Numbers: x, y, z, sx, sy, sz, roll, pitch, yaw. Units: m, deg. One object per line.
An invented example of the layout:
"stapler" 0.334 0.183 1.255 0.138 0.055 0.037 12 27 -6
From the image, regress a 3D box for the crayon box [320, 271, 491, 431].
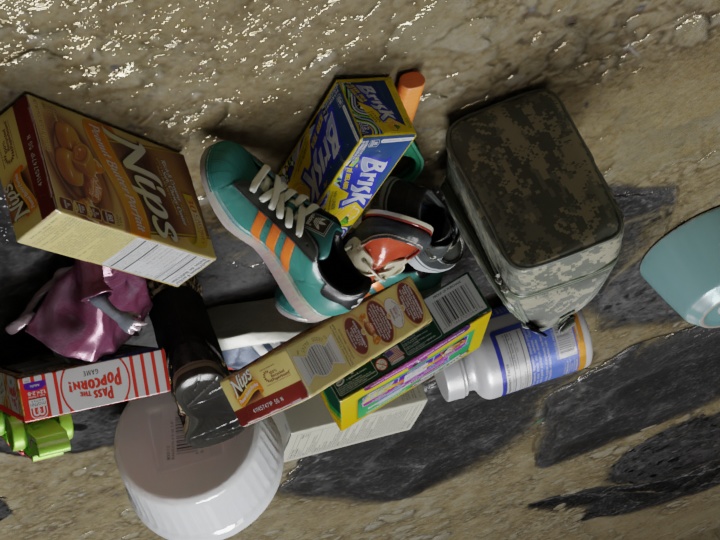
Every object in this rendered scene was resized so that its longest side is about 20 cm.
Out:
"crayon box" 0.048 0.095 1.687 0.199 0.059 0.173 -30 167 -9

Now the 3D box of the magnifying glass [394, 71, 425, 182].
"magnifying glass" 0.034 -0.128 1.449 0.079 0.023 0.201 -14 153 -16

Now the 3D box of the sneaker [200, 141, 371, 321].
"sneaker" -0.063 -0.044 1.357 0.079 0.072 0.201 -21 116 40

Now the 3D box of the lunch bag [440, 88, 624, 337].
"lunch bag" 0.171 -0.052 1.497 0.138 0.202 0.168 -23 155 -7

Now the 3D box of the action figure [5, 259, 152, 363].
"action figure" -0.249 -0.009 1.415 0.147 0.135 0.201 22 136 7

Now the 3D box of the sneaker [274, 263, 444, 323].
"sneaker" 0.000 0.000 1.636 0.197 0.072 0.081 -11 138 -16

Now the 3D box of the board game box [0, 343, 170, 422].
"board game box" -0.296 0.113 1.536 0.150 0.047 0.200 -11 -177 -21

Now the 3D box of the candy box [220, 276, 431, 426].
"candy box" -0.033 0.080 1.485 0.115 0.056 0.199 -27 -179 45

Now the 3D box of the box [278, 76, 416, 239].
"box" -0.024 -0.096 1.408 0.064 0.071 0.200 -8 152 -31

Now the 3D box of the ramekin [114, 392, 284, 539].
"ramekin" -0.196 0.212 1.748 0.198 0.202 0.098 -20 149 -3

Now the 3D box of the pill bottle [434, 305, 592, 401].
"pill bottle" 0.194 0.102 1.929 0.198 0.113 0.112 -17 155 -7

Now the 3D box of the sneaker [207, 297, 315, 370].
"sneaker" -0.085 0.079 1.671 0.197 0.076 0.085 -3 134 0

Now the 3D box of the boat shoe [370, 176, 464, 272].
"boat shoe" 0.073 -0.042 1.539 0.056 0.070 0.200 10 168 28

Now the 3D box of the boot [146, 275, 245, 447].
"boot" -0.179 0.093 1.567 0.072 0.152 0.201 -20 154 -4

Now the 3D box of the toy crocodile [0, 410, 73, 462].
"toy crocodile" -0.362 0.176 1.614 0.067 0.063 0.199 -12 -167 -29

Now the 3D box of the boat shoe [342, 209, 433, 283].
"boat shoe" 0.011 -0.015 1.476 0.071 0.063 0.199 25 162 -20

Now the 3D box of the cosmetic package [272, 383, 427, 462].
"cosmetic package" -0.021 0.185 1.971 0.198 0.074 0.104 -11 154 -21

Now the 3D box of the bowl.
"bowl" 0.485 0.003 1.971 0.198 0.106 0.201 -17 154 -9

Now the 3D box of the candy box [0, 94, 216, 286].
"candy box" -0.218 -0.065 1.263 0.055 0.117 0.199 -32 153 25
